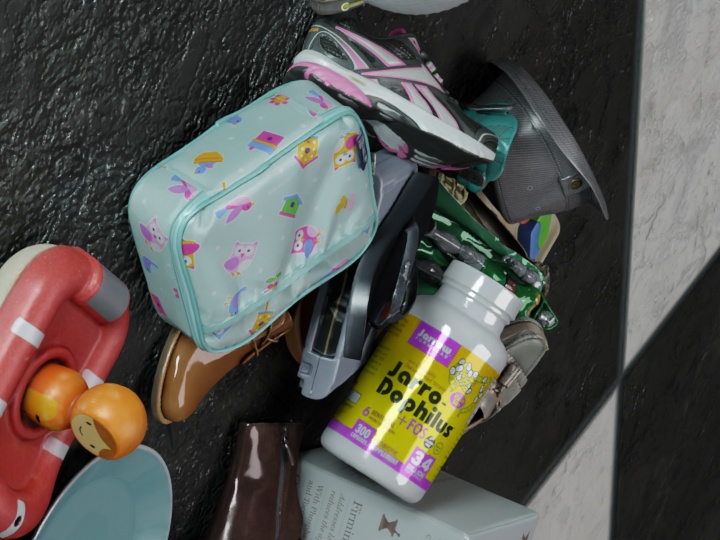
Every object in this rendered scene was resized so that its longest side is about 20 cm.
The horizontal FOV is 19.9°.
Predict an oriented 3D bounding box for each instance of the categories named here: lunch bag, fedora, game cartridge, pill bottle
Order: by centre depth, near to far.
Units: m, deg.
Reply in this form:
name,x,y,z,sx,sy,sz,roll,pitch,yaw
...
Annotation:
name,x,y,z,sx,sy,sz,roll,pitch,yaw
lunch bag,-0.073,-0.039,1.560,0.200,0.077,0.161,-35,135,-26
game cartridge,0.000,0.000,1.720,0.133,0.040,0.201,-45,151,-73
pill bottle,0.058,0.093,1.782,0.200,0.104,0.104,-58,153,-5
fedora,0.149,-0.104,1.930,0.090,0.177,0.200,-35,152,-2

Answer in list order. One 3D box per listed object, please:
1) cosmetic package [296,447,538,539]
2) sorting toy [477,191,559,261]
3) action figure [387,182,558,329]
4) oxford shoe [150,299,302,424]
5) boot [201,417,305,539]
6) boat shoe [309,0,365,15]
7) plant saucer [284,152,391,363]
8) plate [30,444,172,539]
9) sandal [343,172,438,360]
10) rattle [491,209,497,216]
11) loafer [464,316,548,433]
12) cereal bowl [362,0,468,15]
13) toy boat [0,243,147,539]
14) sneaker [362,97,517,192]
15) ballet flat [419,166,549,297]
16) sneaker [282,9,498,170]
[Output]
name,x,y,z,sx,sy,sz,roll,pitch,yaw
cosmetic package,0.027,0.271,1.892,0.166,0.199,0.168,-1,109,-62
sorting toy,0.148,-0.027,2.088,0.185,0.036,0.200,-59,152,-20
action figure,0.111,0.010,1.871,0.200,0.055,0.118,27,99,-39
oxford shoe,-0.096,0.044,1.631,0.200,0.071,0.071,-55,153,-24
boot,-0.114,0.211,1.753,0.200,0.072,0.167,-2,99,-61
boat shoe,0.026,-0.259,1.643,0.201,0.072,0.061,-29,134,-42
plant saucer,-0.011,-0.008,1.801,0.200,0.032,0.201,-44,146,-42
plate,-0.214,0.224,1.591,0.200,0.026,0.201,-43,144,-43
sandal,0.033,-0.008,1.669,0.076,0.043,0.200,95,18,-47
rattle,0.064,0.034,1.967,0.130,0.143,0.201,3,66,-28
loafer,0.091,0.123,1.853,0.200,0.063,0.072,-36,128,6
cereal bowl,0.019,-0.279,1.531,0.200,0.083,0.201,15,64,-34
toy boat,-0.203,0.090,1.390,0.201,0.130,0.131,-63,153,-11
sneaker,0.070,-0.123,1.765,0.200,0.120,0.084,25,83,-64
ballet flat,0.119,-0.033,1.909,0.200,0.046,0.068,48,42,-35
sneaker,0.038,-0.150,1.664,0.200,0.080,0.087,28,72,-33
